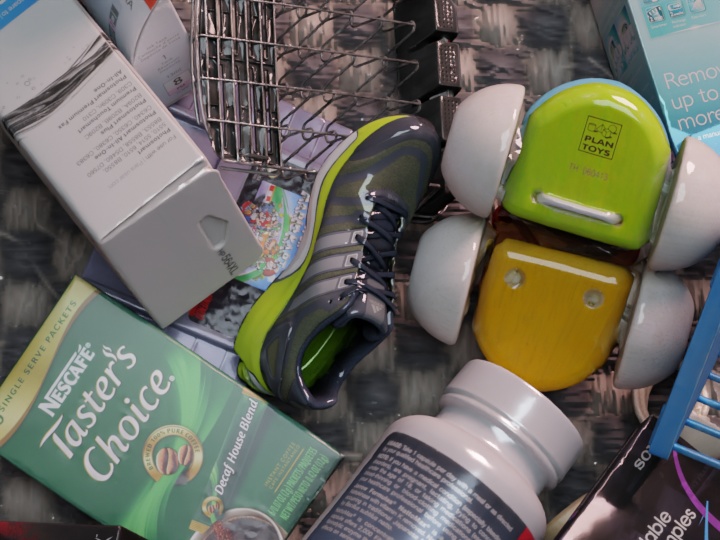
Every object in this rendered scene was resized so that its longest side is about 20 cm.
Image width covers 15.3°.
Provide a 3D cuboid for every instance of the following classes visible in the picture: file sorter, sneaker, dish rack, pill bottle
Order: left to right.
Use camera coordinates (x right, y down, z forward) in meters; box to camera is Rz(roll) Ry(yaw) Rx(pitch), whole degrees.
[{"bbox_3d":[-0.022,-0.117,1.681,0.200,0.055,0.153,6,72,-30],"label":"dish rack"},{"bbox_3d":[0.000,0.000,1.625,0.074,0.081,0.200,19,101,-37],"label":"sneaker"},{"bbox_3d":[0.042,0.158,1.617,0.120,0.120,0.200,38,74,4],"label":"pill bottle"},{"bbox_3d":[0.266,0.039,1.602,0.123,0.200,0.139,21,110,10],"label":"file sorter"}]

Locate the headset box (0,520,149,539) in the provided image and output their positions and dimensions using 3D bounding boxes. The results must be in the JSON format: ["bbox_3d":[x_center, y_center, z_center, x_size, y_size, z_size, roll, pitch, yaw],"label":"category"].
[{"bbox_3d":[-0.223,0.224,1.558,0.200,0.075,0.149,1,72,22],"label":"headset box"}]

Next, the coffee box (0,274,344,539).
[{"bbox_3d":[-0.125,0.106,1.634,0.200,0.044,0.123,35,88,1],"label":"coffee box"}]

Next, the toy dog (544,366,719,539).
[{"bbox_3d":[0.201,0.145,1.651,0.132,0.096,0.200,33,74,3],"label":"toy dog"}]

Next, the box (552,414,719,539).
[{"bbox_3d":[0.208,0.197,1.567,0.200,0.036,0.143,38,55,4],"label":"box"}]

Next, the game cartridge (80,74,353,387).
[{"bbox_3d":[-0.095,-0.023,1.697,0.130,0.038,0.200,21,73,4],"label":"game cartridge"}]

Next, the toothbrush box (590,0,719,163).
[{"bbox_3d":[0.241,-0.153,1.744,0.146,0.085,0.200,-13,75,-10],"label":"toothbrush box"}]

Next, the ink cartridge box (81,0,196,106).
[{"bbox_3d":[-0.168,-0.205,1.635,0.057,0.200,0.163,-34,68,0],"label":"ink cartridge box"}]

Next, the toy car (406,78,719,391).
[{"bbox_3d":[0.132,-0.032,1.656,0.175,0.150,0.200,16,115,4],"label":"toy car"}]

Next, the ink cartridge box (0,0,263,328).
[{"bbox_3d":[-0.160,-0.081,1.616,0.084,0.146,0.200,-37,65,-4],"label":"ink cartridge box"}]
